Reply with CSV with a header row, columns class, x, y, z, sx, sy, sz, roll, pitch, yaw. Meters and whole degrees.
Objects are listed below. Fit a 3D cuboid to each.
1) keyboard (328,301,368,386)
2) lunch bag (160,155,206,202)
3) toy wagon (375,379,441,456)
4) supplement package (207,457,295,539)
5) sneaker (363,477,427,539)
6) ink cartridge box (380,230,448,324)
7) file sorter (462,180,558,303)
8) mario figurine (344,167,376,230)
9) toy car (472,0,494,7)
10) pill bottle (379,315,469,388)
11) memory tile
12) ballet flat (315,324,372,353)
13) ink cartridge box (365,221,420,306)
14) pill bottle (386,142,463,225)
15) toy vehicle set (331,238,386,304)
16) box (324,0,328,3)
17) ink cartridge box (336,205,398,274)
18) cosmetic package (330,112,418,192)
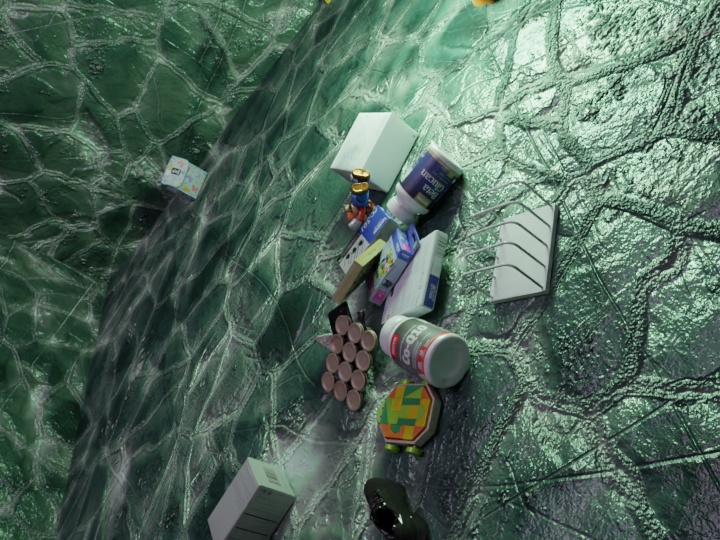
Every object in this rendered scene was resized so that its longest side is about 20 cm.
class,x,y,z,sx,sy,sz,roll,pitch,yaw
keyboard,-0.016,0.172,1.562,0.127,0.020,0.202,-34,64,39
lunch bag,-0.936,-0.484,3.337,0.126,0.199,0.171,-9,57,52
toy wagon,0.090,0.311,1.361,0.199,0.039,0.157,-13,54,50
supplement package,-0.272,0.593,1.574,0.201,0.117,0.117,-56,32,5
sneaker,0.051,0.465,1.242,0.077,0.090,0.200,-62,30,0
ink cartridge box,0.129,0.026,1.525,0.200,0.043,0.198,-36,35,60
file sorter,0.299,-0.057,1.284,0.138,0.124,0.202,-17,52,49
mario figurine,-0.016,-0.197,1.800,0.106,0.201,0.124,35,67,19
toy car,0.390,-0.846,1.817,0.201,0.175,0.186,112,179,-50
pill bottle,0.130,0.166,1.352,0.199,0.113,0.115,19,80,58
memory tile,-0.028,0.223,1.544,0.153,0.017,0.202,23,104,44
ballet flat,-0.048,0.185,1.640,0.199,0.071,0.073,-18,50,46
ink cartridge box,0.079,-0.023,1.603,0.201,0.042,0.120,-56,21,25
pill bottle,0.160,-0.216,1.626,0.200,0.110,0.111,-49,33,18
toy vehicle set,0.000,0.000,1.630,0.125,0.026,0.200,-59,-7,27
box,-0.123,-1.403,3.074,0.200,0.048,0.118,-49,33,15
ink cartridge box,0.018,-0.077,1.779,0.201,0.044,0.094,-53,34,11
cosmetic package,0.039,-0.358,1.909,0.199,0.122,0.201,22,83,57
